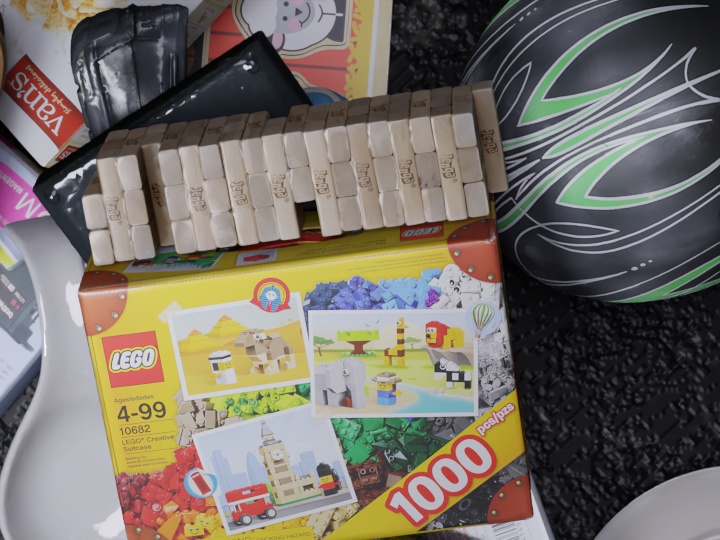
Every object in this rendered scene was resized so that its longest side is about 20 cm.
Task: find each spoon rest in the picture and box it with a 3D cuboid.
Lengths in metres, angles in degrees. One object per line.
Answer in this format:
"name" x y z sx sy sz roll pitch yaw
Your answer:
"spoon rest" -0.151 0.073 1.300 0.099 0.061 0.200 -12 105 -12

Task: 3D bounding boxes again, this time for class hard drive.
"hard drive" -0.052 -0.002 1.248 0.139 0.033 0.200 -32 107 13

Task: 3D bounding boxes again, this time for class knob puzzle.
"knob puzzle" -0.084 -0.115 1.340 0.219 0.030 0.220 0 88 4

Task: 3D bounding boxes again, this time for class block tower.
"block tower" -0.031 -0.047 1.181 0.199 0.058 0.054 -8 108 5

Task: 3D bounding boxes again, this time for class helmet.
"helmet" 0.144 -0.076 1.253 0.190 0.200 0.200 -23 86 -14

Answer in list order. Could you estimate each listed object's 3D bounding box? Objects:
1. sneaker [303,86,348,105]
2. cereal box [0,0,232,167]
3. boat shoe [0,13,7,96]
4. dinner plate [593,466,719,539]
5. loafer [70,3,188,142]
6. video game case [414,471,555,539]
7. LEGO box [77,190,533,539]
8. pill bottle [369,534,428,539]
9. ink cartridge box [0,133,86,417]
"sneaker" 0.000 0.000 1.293 0.072 0.072 0.200 -23 94 -1
"cereal box" -0.141 -0.172 1.318 0.200 0.040 0.144 -46 76 9
"boat shoe" -0.230 -0.050 1.294 0.072 0.072 0.200 19 109 -5
"dinner plate" 0.203 0.203 1.299 0.200 0.024 0.201 0 85 -4
"loafer" -0.097 -0.044 1.288 0.070 0.068 0.201 -12 117 2
"video game case" 0.028 0.197 1.323 0.182 0.023 0.200 -20 87 3
"LEGO box" -0.023 0.052 1.207 0.199 0.077 0.149 -8 109 5
"pill bottle" 0.045 0.200 1.252 0.200 0.112 0.113 18 89 7
"ink cartridge box" -0.231 0.028 1.341 0.119 0.042 0.200 40 92 5
